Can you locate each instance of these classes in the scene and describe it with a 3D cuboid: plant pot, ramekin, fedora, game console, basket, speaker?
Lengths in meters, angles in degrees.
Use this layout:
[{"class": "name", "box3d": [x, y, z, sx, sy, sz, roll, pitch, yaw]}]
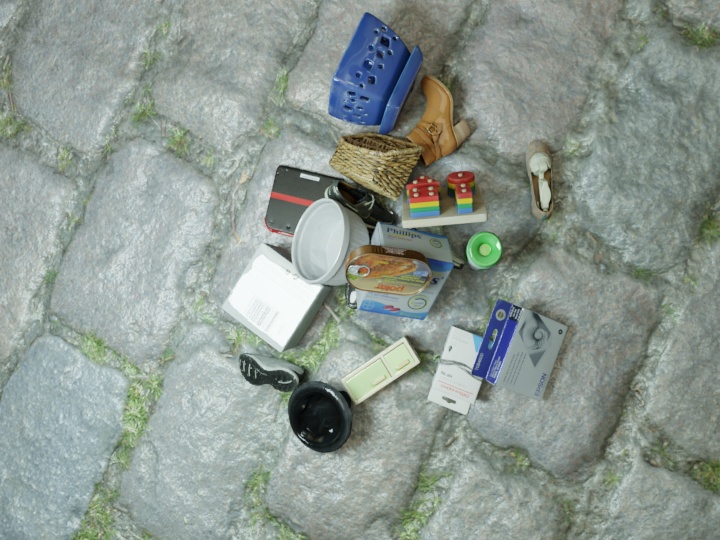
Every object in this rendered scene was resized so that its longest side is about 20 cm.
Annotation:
[{"class": "plant pot", "box3d": [0.040, -0.467, 1.453, 0.177, 0.200, 0.203, 26, 78, 0]}, {"class": "ramekin", "box3d": [-0.067, -0.059, 1.415, 0.198, 0.104, 0.205, -18, 64, 44]}, {"class": "fedora", "box3d": [-0.089, 0.357, 1.496, 0.196, 0.091, 0.206, 8, 106, 28]}, {"class": "game console", "box3d": [-0.150, -0.174, 1.568, 0.195, 0.031, 0.181, 13, 85, 7]}, {"class": "basket", "box3d": [0.029, -0.286, 1.448, 0.199, 0.141, 0.151, 32, 94, 47]}, {"class": "speaker", "box3d": [0.292, -0.045, 1.413, 0.086, 0.200, 0.091, 0, 88, 8]}]

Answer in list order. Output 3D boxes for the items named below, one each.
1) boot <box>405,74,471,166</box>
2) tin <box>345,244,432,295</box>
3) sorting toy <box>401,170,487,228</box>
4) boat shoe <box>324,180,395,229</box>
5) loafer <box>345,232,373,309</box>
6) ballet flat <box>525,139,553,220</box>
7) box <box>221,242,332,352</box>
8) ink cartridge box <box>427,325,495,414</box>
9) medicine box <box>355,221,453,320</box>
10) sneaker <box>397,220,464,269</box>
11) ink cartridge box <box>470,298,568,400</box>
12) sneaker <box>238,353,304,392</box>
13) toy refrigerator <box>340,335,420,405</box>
[{"class": "boot", "box3d": [0.171, -0.378, 1.489, 0.153, 0.074, 0.202, -35, 88, -9]}, {"class": "tin", "box3d": [0.061, 0.001, 1.306, 0.195, 0.042, 0.114, 8, 128, -13]}, {"class": "sorting toy", "box3d": [0.197, -0.181, 1.426, 0.195, 0.200, 0.071, -5, 116, 7]}, {"class": "boat shoe", "box3d": [0.008, -0.165, 1.491, 0.197, 0.067, 0.073, 26, 57, -19]}, {"class": "loafer", "box3d": [0.000, 0.000, 1.517, 0.071, 0.072, 0.205, 13, 91, 7]}, {"class": "ballet flat", "box3d": [0.452, -0.229, 1.463, 0.066, 0.067, 0.205, -7, 87, 7]}, {"class": "box", "box3d": [-0.210, 0.068, 1.514, 0.197, 0.131, 0.202, 34, 92, 7]}, {"class": "ink cartridge box", "box3d": [0.249, 0.253, 1.478, 0.114, 0.068, 0.204, 19, 91, 8]}, {"class": "medicine box", "box3d": [0.099, 0.005, 1.411, 0.178, 0.104, 0.202, 10, 133, -15]}, {"class": "sneaker", "box3d": [0.199, -0.098, 1.490, 0.199, 0.076, 0.116, 37, 95, 10]}, {"class": "ink cartridge box", "box3d": [0.388, 0.194, 1.436, 0.196, 0.041, 0.204, 20, 91, -17]}, {"class": "sneaker", "box3d": [-0.235, 0.262, 1.549, 0.196, 0.079, 0.076, 14, 110, 23]}, {"class": "toy refrigerator", "box3d": [0.052, 0.254, 1.504, 0.198, 0.070, 0.077, -34, 84, 5]}]
